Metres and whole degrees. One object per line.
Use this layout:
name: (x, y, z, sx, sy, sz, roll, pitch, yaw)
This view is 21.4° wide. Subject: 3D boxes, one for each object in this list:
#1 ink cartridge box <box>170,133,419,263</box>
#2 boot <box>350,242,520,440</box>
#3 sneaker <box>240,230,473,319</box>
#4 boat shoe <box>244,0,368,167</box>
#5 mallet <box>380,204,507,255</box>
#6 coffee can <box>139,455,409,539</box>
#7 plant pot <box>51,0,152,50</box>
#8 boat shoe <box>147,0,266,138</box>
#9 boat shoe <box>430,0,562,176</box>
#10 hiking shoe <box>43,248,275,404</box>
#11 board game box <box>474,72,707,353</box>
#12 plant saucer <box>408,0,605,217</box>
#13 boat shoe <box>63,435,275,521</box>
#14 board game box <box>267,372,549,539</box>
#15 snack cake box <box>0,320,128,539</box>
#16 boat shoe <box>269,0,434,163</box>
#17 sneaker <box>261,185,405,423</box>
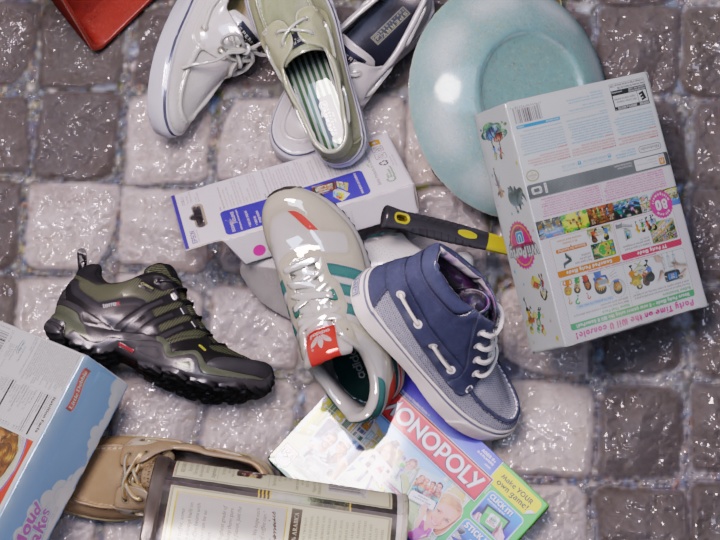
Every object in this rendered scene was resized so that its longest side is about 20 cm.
ink cartridge box: (-0.056, -0.057, 1.604, 0.198, 0.037, 0.095, -15, 33, -6)
boot: (0.086, 0.061, 1.521, 0.090, 0.200, 0.073, -22, 38, 37)
sneaker: (0.000, 0.000, 1.609, 0.198, 0.076, 0.089, 11, 56, 8)
boat shoe: (-0.044, -0.184, 1.589, 0.071, 0.062, 0.202, -25, 84, 4)
mallet: (0.114, -0.032, 1.591, 0.198, 0.041, 0.067, 21, 73, -14)
coffee can: (-0.070, 0.230, 1.467, 0.198, 0.146, 0.148, 9, 76, -2)
plant pot: (-0.243, -0.353, 1.646, 0.200, 0.200, 0.176, -44, 67, -9)
boat shoe: (-0.115, -0.204, 1.652, 0.085, 0.075, 0.204, 12, 69, 23)
boat shoe: (0.118, -0.169, 1.642, 0.073, 0.063, 0.202, 29, 79, 9)
hiking shoe: (-0.159, 0.044, 1.591, 0.198, 0.076, 0.102, 18, 72, 0)
board game box: (0.188, -0.048, 1.559, 0.146, 0.064, 0.202, -13, 88, -26)
plant saucer: (0.136, -0.146, 1.601, 0.199, 0.039, 0.204, 2, 86, -27)
boat shoe: (-0.170, 0.167, 1.565, 0.197, 0.065, 0.072, -1, 75, 3)
board game box: (0.039, 0.176, 1.575, 0.200, 0.029, 0.135, 42, 82, 11)
snack cake box: (-0.289, 0.153, 1.550, 0.114, 0.067, 0.201, 18, 75, 36)
boat shoe: (-0.011, -0.181, 1.649, 0.073, 0.065, 0.201, 35, 79, 10)
sneaker: (-0.024, 0.030, 1.517, 0.070, 0.093, 0.201, -20, 101, 16)
